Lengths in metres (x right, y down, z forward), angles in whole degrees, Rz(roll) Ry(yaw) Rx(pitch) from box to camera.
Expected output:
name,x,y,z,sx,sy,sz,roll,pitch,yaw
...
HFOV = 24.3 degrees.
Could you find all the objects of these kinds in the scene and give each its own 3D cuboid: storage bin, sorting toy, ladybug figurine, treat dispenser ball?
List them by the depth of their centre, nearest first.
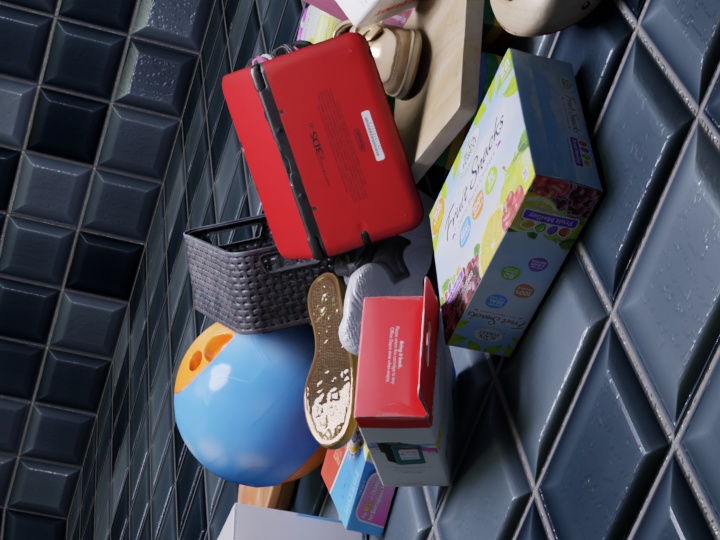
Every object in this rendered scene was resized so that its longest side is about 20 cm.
name,x,y,z,sx,sy,sz,roll,pitch,yaw
ladybug figurine,0.164,-0.267,1.443,0.200,0.071,0.137,-114,38,-66
sorting toy,0.098,-0.194,1.642,0.200,0.069,0.200,131,148,-61
storage bin,-0.105,0.000,1.870,0.200,0.134,0.094,-158,58,-66
treat dispenser ball,-0.113,0.145,1.905,0.201,0.200,0.202,-168,90,-76

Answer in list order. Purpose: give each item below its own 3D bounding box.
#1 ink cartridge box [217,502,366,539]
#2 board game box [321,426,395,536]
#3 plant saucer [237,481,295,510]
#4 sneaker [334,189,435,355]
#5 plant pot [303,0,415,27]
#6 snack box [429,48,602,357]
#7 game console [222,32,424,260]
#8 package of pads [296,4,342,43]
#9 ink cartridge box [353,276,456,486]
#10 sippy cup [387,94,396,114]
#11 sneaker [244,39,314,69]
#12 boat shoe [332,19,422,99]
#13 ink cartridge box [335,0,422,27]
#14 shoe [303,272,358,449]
name,x,y,z,sx,sy,sz,roll,pitch,yaw
ink cartridge box,-0.091,0.366,1.743,0.200,0.146,0.147,116,160,-45
board game box,0.015,0.150,1.726,0.153,0.040,0.201,-127,51,-71
plant saucer,-0.115,0.251,2.146,0.200,0.037,0.202,-168,90,-76
sneaker,0.014,0.016,1.703,0.114,0.075,0.201,-38,23,54
plant pot,0.019,-0.347,1.852,0.200,0.178,0.201,-168,90,-75
snack box,0.126,-0.056,1.422,0.169,0.067,0.201,-94,23,-46
game console,-0.040,-0.121,1.666,0.119,0.171,0.201,-61,-48,-78
package of pads,-0.043,-0.235,2.020,0.154,0.068,0.201,168,113,-75
ink cartridge box,0.039,0.100,1.462,0.200,0.067,0.117,71,-160,-59
sippy cup,-0.005,-0.131,1.822,0.130,0.177,0.141,10,-91,-65
sneaker,-0.024,-0.161,1.721,0.086,0.200,0.080,-39,-1,-26
boat shoe,0.012,-0.221,1.712,0.200,0.069,0.074,-139,62,-74
ink cartridge box,0.065,-0.344,1.645,0.145,0.084,0.200,-28,-12,-47
shoe,-0.018,0.096,1.735,0.070,0.053,0.201,-24,52,32
